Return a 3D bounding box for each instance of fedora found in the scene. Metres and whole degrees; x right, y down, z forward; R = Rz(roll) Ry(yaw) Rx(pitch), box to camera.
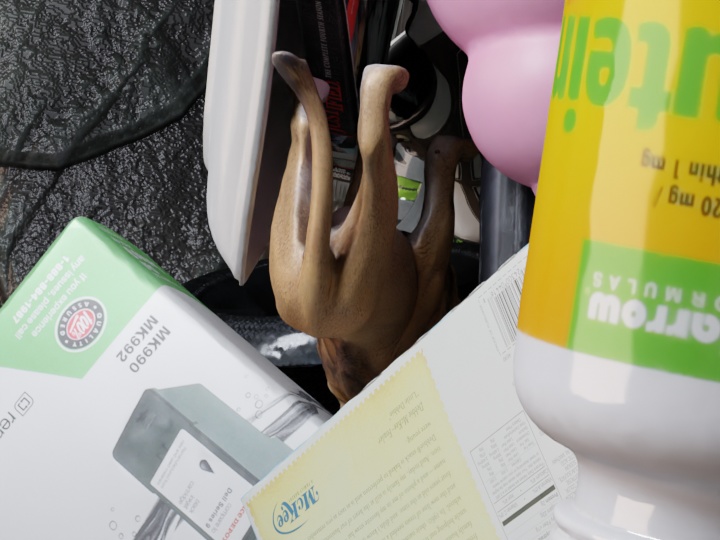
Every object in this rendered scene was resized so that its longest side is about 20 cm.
[{"bbox_3d":[-0.005,0.047,1.091,0.201,0.199,0.092,-124,28,-79],"label":"fedora"}]

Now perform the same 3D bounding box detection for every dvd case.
[{"bbox_3d":[0.002,-0.137,0.936,0.200,0.022,0.147,79,-159,-70],"label":"dvd case"}]

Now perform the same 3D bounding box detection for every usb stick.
[{"bbox_3d":[0.058,0.006,0.877,0.056,0.032,0.201,92,-178,-58],"label":"usb stick"}]

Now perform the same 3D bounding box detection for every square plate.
[{"bbox_3d":[-0.027,-0.121,0.924,0.198,0.028,0.201,-67,-14,-68],"label":"square plate"}]

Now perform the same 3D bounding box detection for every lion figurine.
[{"bbox_3d":[0.000,0.000,0.888,0.200,0.072,0.123,27,-108,-64],"label":"lion figurine"}]

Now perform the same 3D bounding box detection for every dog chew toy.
[{"bbox_3d":[0.072,-0.122,0.851,0.125,0.123,0.202,140,129,-79],"label":"dog chew toy"}]

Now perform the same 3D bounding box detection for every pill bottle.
[{"bbox_3d":[0.095,-0.010,0.556,0.111,0.110,0.202,-141,59,-82],"label":"pill bottle"}]

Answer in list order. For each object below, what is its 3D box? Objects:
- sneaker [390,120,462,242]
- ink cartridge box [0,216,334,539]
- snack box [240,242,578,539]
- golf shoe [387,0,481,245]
[{"bbox_3d":[0.039,-0.043,1.275,0.083,0.070,0.201,55,139,45],"label":"sneaker"},{"bbox_3d":[-0.072,0.099,0.946,0.146,0.200,0.084,-51,-17,-2],"label":"ink cartridge box"},{"bbox_3d":[0.038,0.085,0.786,0.200,0.037,0.117,-43,64,49],"label":"snack box"},{"bbox_3d":[0.045,-0.076,1.097,0.200,0.094,0.078,108,167,-61],"label":"golf shoe"}]
